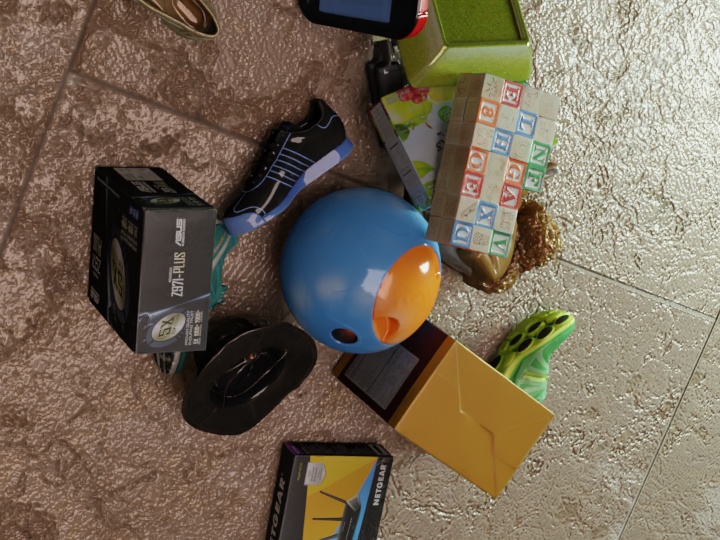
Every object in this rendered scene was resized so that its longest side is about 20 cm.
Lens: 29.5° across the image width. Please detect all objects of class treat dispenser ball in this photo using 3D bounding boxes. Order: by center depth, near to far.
[{"bbox_3d":[0.000,0.000,1.676,0.199,0.201,0.203,-8,110,-23],"label":"treat dispenser ball"}]

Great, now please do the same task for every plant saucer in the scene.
[{"bbox_3d":[0.122,-0.326,1.641,0.198,0.048,0.202,-9,80,-37],"label":"plant saucer"}]

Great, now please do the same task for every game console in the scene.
[{"bbox_3d":[0.005,-0.363,1.564,0.031,0.199,0.179,-14,114,-43],"label":"game console"}]

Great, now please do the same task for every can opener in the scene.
[{"bbox_3d":[0.045,-0.248,1.701,0.066,0.053,0.202,-18,115,-19],"label":"can opener"}]

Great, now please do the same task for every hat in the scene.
[{"bbox_3d":[-0.154,0.114,1.694,0.199,0.081,0.202,-29,148,-21],"label":"hat"}]

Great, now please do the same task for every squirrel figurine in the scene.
[{"bbox_3d":[0.183,-0.075,1.798,0.188,0.141,0.200,-57,135,-11],"label":"squirrel figurine"}]

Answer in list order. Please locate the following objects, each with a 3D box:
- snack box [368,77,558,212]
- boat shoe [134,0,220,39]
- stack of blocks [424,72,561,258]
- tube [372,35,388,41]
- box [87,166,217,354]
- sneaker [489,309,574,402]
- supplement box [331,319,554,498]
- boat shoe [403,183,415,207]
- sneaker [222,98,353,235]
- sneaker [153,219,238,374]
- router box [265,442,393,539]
[{"bbox_3d":[0.127,-0.175,1.680,0.199,0.053,0.143,-26,88,-24],"label":"snack box"},{"bbox_3d":[-0.234,-0.332,1.532,0.199,0.063,0.074,35,91,-30],"label":"boat shoe"},{"bbox_3d":[0.156,-0.121,1.615,0.114,0.058,0.202,13,90,-30],"label":"stack of blocks"},{"bbox_3d":[0.080,-0.315,1.666,0.199,0.058,0.052,-7,133,-43],"label":"tube"},{"bbox_3d":[-0.241,-0.017,1.553,0.085,0.200,0.166,-2,108,-26],"label":"box"},{"bbox_3d":[0.231,0.138,1.909,0.083,0.074,0.200,36,99,-28],"label":"sneaker"},{"bbox_3d":[0.105,0.160,1.778,0.197,0.200,0.133,36,89,-30],"label":"supplement box"},{"bbox_3d":[0.095,-0.174,1.743,0.071,0.072,0.202,17,77,-20],"label":"boat shoe"},{"bbox_3d":[-0.100,-0.127,1.661,0.200,0.070,0.078,-42,115,-21],"label":"sneaker"},{"bbox_3d":[-0.200,0.034,1.666,0.079,0.077,0.202,12,101,-37],"label":"sneaker"},{"bbox_3d":[-0.047,0.334,1.847,0.148,0.051,0.202,4,105,-25],"label":"router box"}]
